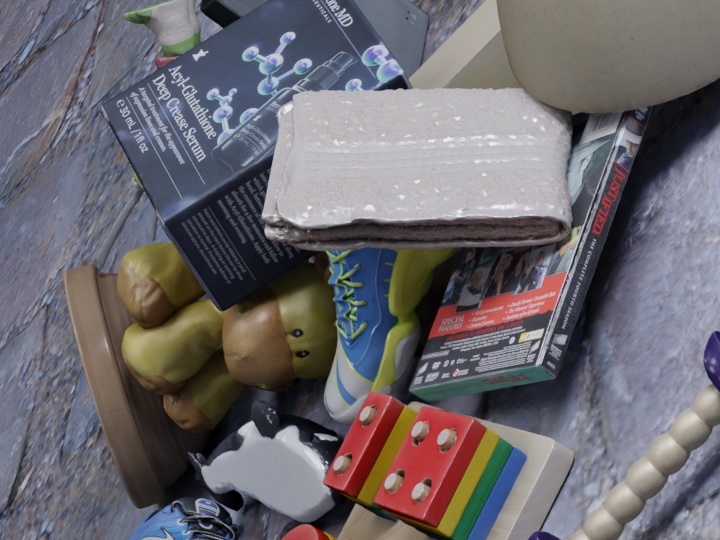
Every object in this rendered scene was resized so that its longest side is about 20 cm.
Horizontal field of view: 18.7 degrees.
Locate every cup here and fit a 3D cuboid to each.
[{"bbox_3d":[0.165,-0.220,1.397,0.199,0.144,0.201,-17,40,14],"label":"cup"}]

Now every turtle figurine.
[{"bbox_3d":[-0.159,-0.112,1.750,0.199,0.195,0.144,-11,8,36],"label":"turtle figurine"}]

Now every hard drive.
[{"bbox_3d":[-0.035,-0.211,1.791,0.033,0.199,0.140,-34,33,41],"label":"hard drive"}]

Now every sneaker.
[{"bbox_3d":[-0.129,0.209,1.616,0.200,0.078,0.090,1,64,63],"label":"sneaker"},{"bbox_3d":[0.000,0.000,1.505,0.201,0.105,0.076,-65,20,-2],"label":"sneaker"}]

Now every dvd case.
[{"bbox_3d":[0.110,-0.013,1.420,0.146,0.022,0.201,-17,47,56],"label":"dvd case"}]

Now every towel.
[{"bbox_3d":[0.038,-0.069,1.414,0.198,0.035,0.133,-2,45,8],"label":"towel"}]

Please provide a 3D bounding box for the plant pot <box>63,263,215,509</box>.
[{"bbox_3d":[-0.167,0.083,1.766,0.092,0.202,0.201,-17,29,-1],"label":"plant pot"}]

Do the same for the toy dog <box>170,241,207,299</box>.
[{"bbox_3d":[-0.166,0.012,1.901,0.132,0.096,0.201,-14,48,58],"label":"toy dog"}]

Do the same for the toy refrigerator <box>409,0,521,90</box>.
[{"bbox_3d":[0.119,-0.165,1.606,0.200,0.070,0.076,-44,20,27],"label":"toy refrigerator"}]

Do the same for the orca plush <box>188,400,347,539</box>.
[{"bbox_3d":[-0.046,0.144,1.588,0.200,0.071,0.106,-37,74,58],"label":"orca plush"}]

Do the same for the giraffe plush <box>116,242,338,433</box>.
[{"bbox_3d":[-0.065,0.038,1.626,0.200,0.173,0.162,-43,33,-12],"label":"giraffe plush"}]

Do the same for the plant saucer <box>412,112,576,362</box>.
[{"bbox_3d":[0.103,-0.015,1.498,0.200,0.032,0.201,-43,28,29],"label":"plant saucer"}]

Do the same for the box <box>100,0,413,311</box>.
[{"bbox_3d":[-0.061,-0.095,1.566,0.199,0.107,0.149,-32,45,-1],"label":"box"}]

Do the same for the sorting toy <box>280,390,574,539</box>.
[{"bbox_3d":[0.018,0.174,1.386,0.200,0.069,0.200,-62,24,-9],"label":"sorting toy"}]

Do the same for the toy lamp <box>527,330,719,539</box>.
[{"bbox_3d":[0.150,0.125,1.208,0.200,0.058,0.058,-52,24,15],"label":"toy lamp"}]
